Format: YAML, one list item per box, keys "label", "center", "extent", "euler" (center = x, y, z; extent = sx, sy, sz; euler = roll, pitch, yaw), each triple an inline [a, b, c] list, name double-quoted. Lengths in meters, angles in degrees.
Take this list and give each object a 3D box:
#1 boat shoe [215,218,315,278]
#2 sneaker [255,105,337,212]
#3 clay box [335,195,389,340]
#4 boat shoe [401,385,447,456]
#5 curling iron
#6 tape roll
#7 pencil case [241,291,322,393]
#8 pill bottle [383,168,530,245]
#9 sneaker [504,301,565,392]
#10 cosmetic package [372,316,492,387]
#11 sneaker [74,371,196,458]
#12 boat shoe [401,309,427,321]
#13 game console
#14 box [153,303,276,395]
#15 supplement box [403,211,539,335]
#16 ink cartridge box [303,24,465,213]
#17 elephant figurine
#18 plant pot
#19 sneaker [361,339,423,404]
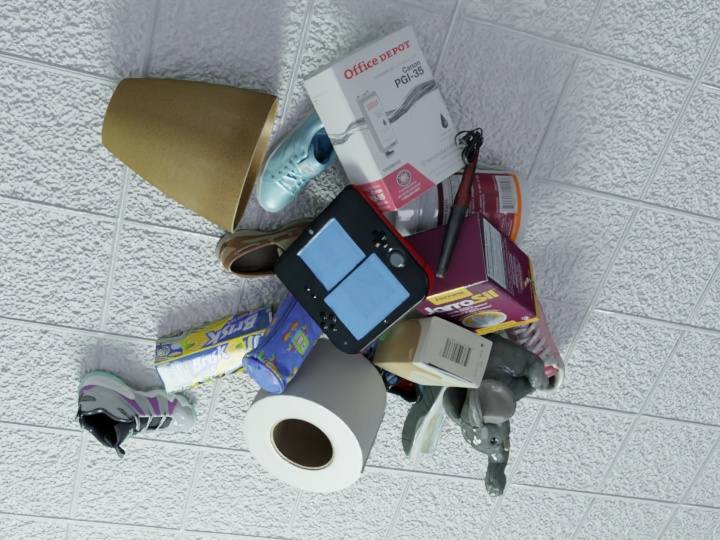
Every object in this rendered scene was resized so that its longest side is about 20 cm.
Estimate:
- label: "boat shoe"
  center: [-0.113, -0.025, 1.245]
  extent: [0.197, 0.072, 0.077]
  euler: [-11, 122, -14]
- label: "sneaker"
  center: [-0.081, -0.155, 1.176]
  extent: [0.073, 0.082, 0.201]
  euler: [29, 111, -23]
- label: "clay box"
  center: [0.000, 0.000, 1.257]
  extent: [0.047, 0.116, 0.201]
  euler: [4, 139, 41]
- label: "boat shoe"
  center: [0.128, 0.243, 1.453]
  extent: [0.064, 0.075, 0.204]
  euler: [5, 123, -20]
- label: "curling iron"
  center: [0.126, -0.091, 1.108]
  extent: [0.049, 0.025, 0.204]
  euler: [10, 94, -46]
- label: "tape roll"
  center: [-0.069, 0.228, 1.326]
  extent: [0.199, 0.140, 0.205]
  euler: [10, 127, 14]
- label: "pencil case"
  center: [-0.098, 0.082, 1.250]
  extent: [0.201, 0.077, 0.087]
  euler: [-57, 135, -25]
- label: "pill bottle"
  center: [0.138, -0.092, 1.234]
  extent: [0.196, 0.115, 0.116]
  euler: [0, 120, -10]
- label: "sneaker"
  center: [0.286, 0.118, 1.388]
  extent: [0.074, 0.105, 0.202]
  euler: [-25, 120, 7]
- label: "cosmetic package"
  center: [0.102, 0.124, 1.256]
  extent: [0.104, 0.200, 0.072]
  euler: [23, 77, -14]
- label: "sneaker"
  center: [-0.355, 0.246, 1.324]
  extent: [0.197, 0.141, 0.079]
  euler: [18, 115, -19]
- label: "boat shoe"
  center: [0.125, 0.069, 1.340]
  extent: [0.198, 0.086, 0.076]
  euler: [-2, 120, -9]
- label: "game console"
  center: [-0.012, 0.006, 1.135]
  extent: [0.177, 0.031, 0.200]
  euler: [47, 126, -2]
- label: "box"
  center: [-0.219, 0.122, 1.318]
  extent: [0.197, 0.070, 0.065]
  euler: [-17, 122, 0]
- label: "supplement box"
  center: [0.160, 0.013, 1.203]
  extent: [0.129, 0.105, 0.199]
  euler: [-17, 153, 28]
- label: "ink cartridge box"
  center: [0.035, -0.197, 1.110]
  extent: [0.146, 0.082, 0.202]
  euler: [-33, 105, -26]
- label: "elephant figurine"
  center: [0.196, 0.210, 1.295]
  extent: [0.201, 0.154, 0.142]
  euler: [-51, 150, -25]
- label: "plant pot"
  center: [-0.227, -0.173, 1.100]
  extent: [0.197, 0.187, 0.189]
  euler: [20, 115, -5]
- label: "sneaker"
  center: [0.040, 0.147, 1.368]
  extent: [0.199, 0.090, 0.078]
  euler: [38, 108, -26]
